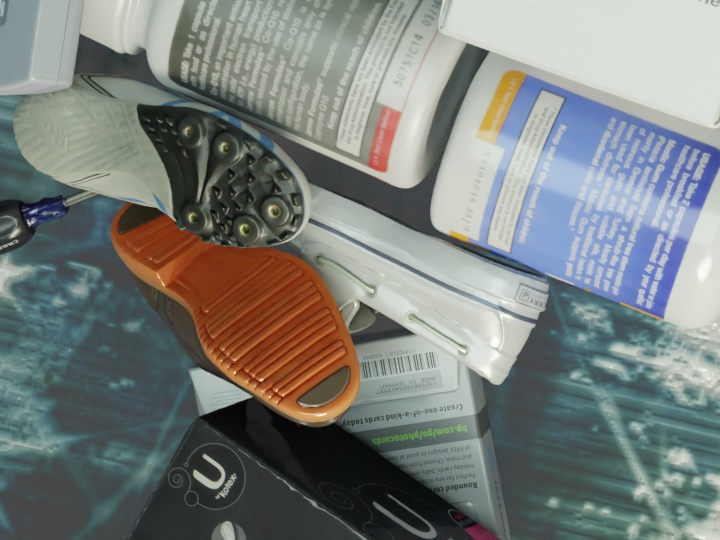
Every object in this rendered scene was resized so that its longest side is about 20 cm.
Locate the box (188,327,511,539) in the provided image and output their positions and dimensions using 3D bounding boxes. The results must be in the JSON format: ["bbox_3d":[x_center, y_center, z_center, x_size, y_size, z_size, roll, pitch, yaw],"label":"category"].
[{"bbox_3d":[0.001,0.137,1.486,0.156,0.041,0.200,-10,95,14],"label":"box"}]

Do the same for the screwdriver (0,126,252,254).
[{"bbox_3d":[-0.148,-0.040,1.507,0.200,0.028,0.029,-17,124,11],"label":"screwdriver"}]

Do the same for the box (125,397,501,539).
[{"bbox_3d":[-0.008,0.162,1.398,0.200,0.122,0.106,34,105,13],"label":"box"}]

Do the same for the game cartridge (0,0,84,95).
[{"bbox_3d":[-0.207,-0.164,1.443,0.200,0.040,0.134,23,103,49],"label":"game cartridge"}]

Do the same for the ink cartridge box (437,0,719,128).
[{"bbox_3d":[0.132,-0.136,1.332,0.145,0.200,0.084,20,101,10],"label":"ink cartridge box"}]

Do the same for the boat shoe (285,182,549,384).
[{"bbox_3d":[0.000,0.000,1.430,0.200,0.074,0.067,23,92,28],"label":"boat shoe"}]

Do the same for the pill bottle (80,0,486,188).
[{"bbox_3d":[-0.041,-0.131,1.419,0.200,0.114,0.114,24,103,9],"label":"pill bottle"}]

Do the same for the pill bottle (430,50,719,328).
[{"bbox_3d":[0.146,-0.037,1.389,0.200,0.112,0.112,22,103,10],"label":"pill bottle"}]

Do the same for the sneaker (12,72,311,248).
[{"bbox_3d":[-0.097,-0.063,1.434,0.200,0.072,0.072,21,112,37],"label":"sneaker"}]

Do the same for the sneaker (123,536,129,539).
[{"bbox_3d":[-0.124,0.250,1.500,0.088,0.075,0.200,24,106,40],"label":"sneaker"}]

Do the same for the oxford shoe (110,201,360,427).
[{"bbox_3d":[-0.057,0.029,1.431,0.071,0.200,0.073,-32,134,-14],"label":"oxford shoe"}]
